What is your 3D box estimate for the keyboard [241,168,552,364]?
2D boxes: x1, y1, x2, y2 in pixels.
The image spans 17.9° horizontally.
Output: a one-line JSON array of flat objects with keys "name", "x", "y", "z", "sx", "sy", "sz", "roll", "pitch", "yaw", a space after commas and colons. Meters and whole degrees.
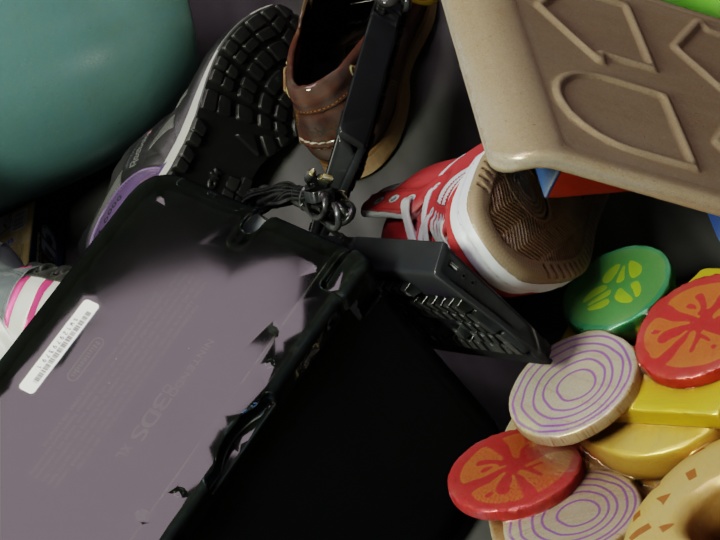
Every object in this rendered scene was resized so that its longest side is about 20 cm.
[{"name": "keyboard", "x": 0.000, "y": 0.000, "z": 1.027, "sx": 0.021, "sy": 0.127, "sz": 0.200, "roll": -52, "pitch": 19, "yaw": -14}]

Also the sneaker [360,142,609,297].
[{"name": "sneaker", "x": 0.047, "y": -0.015, "z": 1.055, "sx": 0.112, "sy": 0.072, "sz": 0.200, "roll": -30, "pitch": 5, "yaw": 22}]

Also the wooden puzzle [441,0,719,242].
[{"name": "wooden puzzle", "x": 0.138, "y": -0.070, "z": 1.045, "sx": 0.198, "sy": 0.047, "sz": 0.186, "roll": 10, "pitch": 33, "yaw": -15}]

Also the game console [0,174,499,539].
[{"name": "game console", "x": -0.064, "y": 0.088, "z": 0.968, "sx": 0.175, "sy": 0.117, "sz": 0.201, "roll": 23, "pitch": 62, "yaw": 24}]

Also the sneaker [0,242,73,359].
[{"name": "sneaker", "x": -0.116, "y": 0.018, "z": 1.064, "sx": 0.121, "sy": 0.084, "sz": 0.200, "roll": -40, "pitch": 42, "yaw": 0}]

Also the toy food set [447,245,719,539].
[{"name": "toy food set", "x": 0.133, "y": 0.068, "z": 0.946, "sx": 0.197, "sy": 0.049, "sz": 0.201, "roll": 0, "pitch": 47, "yaw": 40}]

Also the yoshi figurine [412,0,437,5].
[{"name": "yoshi figurine", "x": 0.100, "y": -0.223, "z": 1.289, "sx": 0.111, "sy": 0.113, "sz": 0.201, "roll": 7, "pitch": 47, "yaw": 23}]

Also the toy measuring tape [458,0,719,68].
[{"name": "toy measuring tape", "x": 0.146, "y": -0.138, "z": 1.170, "sx": 0.199, "sy": 0.074, "sz": 0.074, "roll": -31, "pitch": 34, "yaw": 4}]

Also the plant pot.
[{"name": "plant pot", "x": -0.189, "y": -0.144, "z": 1.348, "sx": 0.160, "sy": 0.202, "sz": 0.201, "roll": -18, "pitch": 31, "yaw": -15}]

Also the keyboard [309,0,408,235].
[{"name": "keyboard", "x": 0.012, "y": -0.117, "z": 1.134, "sx": 0.020, "sy": 0.128, "sz": 0.201, "roll": 15, "pitch": 42, "yaw": -2}]

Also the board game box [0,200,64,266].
[{"name": "board game box", "x": -0.235, "y": 0.058, "z": 1.274, "sx": 0.135, "sy": 0.035, "sz": 0.201, "roll": -23, "pitch": 36, "yaw": 15}]

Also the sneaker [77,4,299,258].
[{"name": "sneaker", "x": -0.098, "y": -0.073, "z": 1.290, "sx": 0.087, "sy": 0.076, "sz": 0.201, "roll": -7, "pitch": 42, "yaw": 43}]

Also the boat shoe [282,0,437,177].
[{"name": "boat shoe", "x": -0.002, "y": -0.139, "z": 1.293, "sx": 0.070, "sy": 0.071, "sz": 0.201, "roll": -20, "pitch": 35, "yaw": 21}]
